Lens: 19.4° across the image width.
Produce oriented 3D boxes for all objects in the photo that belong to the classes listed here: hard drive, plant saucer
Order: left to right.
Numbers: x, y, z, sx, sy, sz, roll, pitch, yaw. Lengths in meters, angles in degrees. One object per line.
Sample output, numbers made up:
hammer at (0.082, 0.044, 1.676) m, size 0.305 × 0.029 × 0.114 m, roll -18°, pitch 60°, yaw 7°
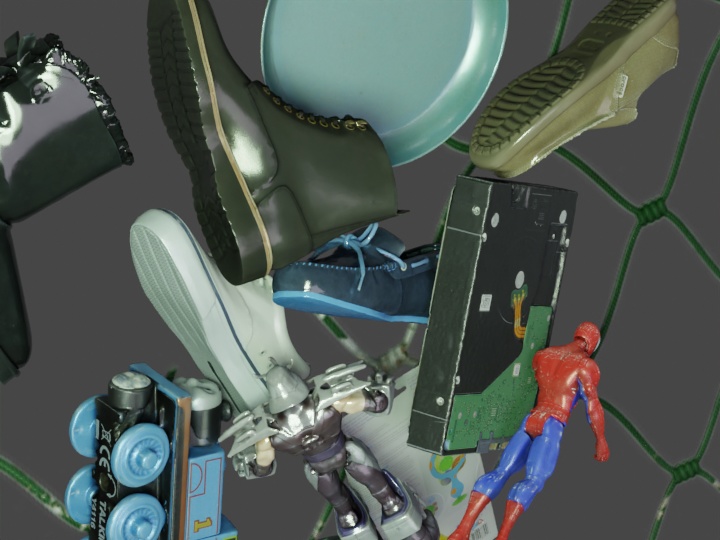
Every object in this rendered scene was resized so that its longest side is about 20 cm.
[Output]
plant saucer at (0.014, -0.170, 1.475) m, size 0.199 × 0.027 × 0.202 m, roll -12°, pitch 116°, yaw -26°
hard drive at (0.098, 0.033, 1.558) m, size 0.139 × 0.038 × 0.202 m, roll 1°, pitch 100°, yaw -57°

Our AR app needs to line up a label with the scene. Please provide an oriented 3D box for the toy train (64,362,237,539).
toy train at (-0.145, 0.162, 1.490) m, size 0.114 × 0.086 × 0.202 m, roll -10°, pitch 113°, yaw -37°

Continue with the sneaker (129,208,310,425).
sneaker at (-0.096, 0.021, 1.472) m, size 0.071 × 0.073 × 0.201 m, roll -46°, pitch 134°, yaw -21°

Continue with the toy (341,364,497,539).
toy at (0.036, 0.156, 1.614) m, size 0.115 × 0.047 × 0.201 m, roll -33°, pitch 126°, yaw -23°

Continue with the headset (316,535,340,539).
headset at (-0.011, 0.293, 1.622) m, size 0.122 × 0.094 × 0.202 m, roll 8°, pitch 109°, yaw 2°

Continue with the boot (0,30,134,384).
boot at (-0.219, -0.043, 1.361) m, size 0.162 × 0.073 × 0.199 m, roll -36°, pitch 120°, yaw -13°

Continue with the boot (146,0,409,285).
boot at (-0.056, -0.107, 1.413) m, size 0.137 × 0.077 × 0.202 m, roll -19°, pitch 101°, yaw -24°

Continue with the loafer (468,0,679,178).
loafer at (0.167, -0.128, 1.554) m, size 0.200 × 0.076 × 0.068 m, roll -40°, pitch 119°, yaw -11°

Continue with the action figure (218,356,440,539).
action figure at (-0.021, 0.131, 1.486) m, size 0.129 × 0.070 × 0.201 m, roll -21°, pitch 126°, yaw 17°

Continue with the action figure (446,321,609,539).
action figure at (0.143, 0.137, 1.574) m, size 0.099 × 0.065 × 0.201 m, roll 46°, pitch 64°, yaw -46°

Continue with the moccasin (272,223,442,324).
moccasin at (0.000, 0.000, 1.503) m, size 0.200 × 0.080 × 0.069 m, roll 7°, pitch 88°, yaw -61°
